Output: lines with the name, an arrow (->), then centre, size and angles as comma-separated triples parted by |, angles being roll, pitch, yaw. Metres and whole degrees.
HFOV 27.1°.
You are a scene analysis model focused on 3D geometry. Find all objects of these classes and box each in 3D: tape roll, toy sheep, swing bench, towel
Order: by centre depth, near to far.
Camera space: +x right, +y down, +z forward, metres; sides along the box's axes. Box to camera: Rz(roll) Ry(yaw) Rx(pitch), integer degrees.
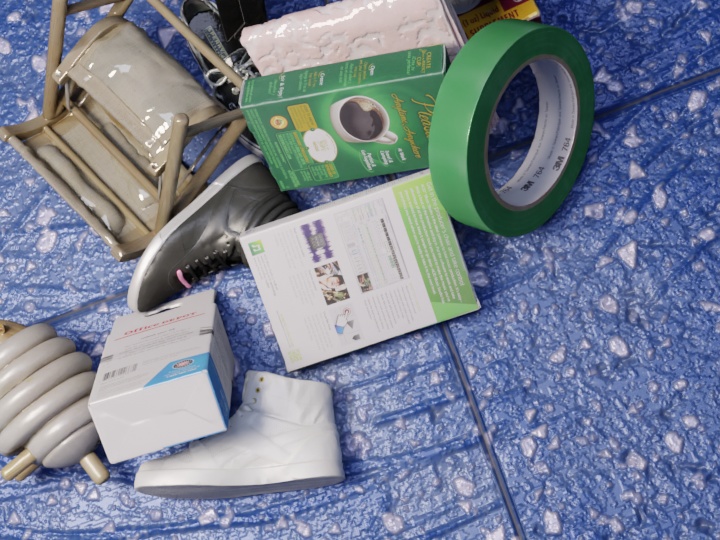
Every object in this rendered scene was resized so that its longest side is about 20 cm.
tape roll -> 0.144, -0.133, 1.399 | 0.048, 0.200, 0.201 | 20, 78, 39
towel -> 0.012, -0.181, 1.429 | 0.200, 0.191, 0.032 | -12, 44, 19
toy sheep -> -0.311, 0.129, 1.443 | 0.138, 0.138, 0.200 | -39, 88, -3
swing bench -> -0.231, -0.153, 1.490 | 0.199, 0.130, 0.200 | 45, 129, 16

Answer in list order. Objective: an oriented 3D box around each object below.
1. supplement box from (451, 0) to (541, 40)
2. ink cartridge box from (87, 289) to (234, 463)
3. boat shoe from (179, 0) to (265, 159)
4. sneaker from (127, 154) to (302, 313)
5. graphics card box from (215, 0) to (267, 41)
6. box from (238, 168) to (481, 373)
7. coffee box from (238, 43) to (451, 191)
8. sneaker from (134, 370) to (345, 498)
supplement box -> 0.088, -0.293, 1.502 | 0.131, 0.103, 0.200 | -25, 72, 3
ink cartridge box -> -0.184, 0.096, 1.427 | 0.116, 0.200, 0.067 | -17, 111, 5
boat shoe -> -0.124, -0.201, 1.529 | 0.074, 0.068, 0.200 | -28, 72, 1
sneaker -> -0.139, -0.016, 1.480 | 0.099, 0.071, 0.200 | 40, 80, 21
graphics card box -> -0.136, -0.346, 1.510 | 0.051, 0.126, 0.200 | -10, 53, 0
box -> 0.000, 0.000, 1.440 | 0.200, 0.036, 0.145 | -18, 103, 4
coffee box -> -0.001, -0.143, 1.415 | 0.200, 0.123, 0.044 | -9, 48, 16
sneaker -> -0.119, 0.156, 1.436 | 0.200, 0.074, 0.116 | -5, 72, -2
